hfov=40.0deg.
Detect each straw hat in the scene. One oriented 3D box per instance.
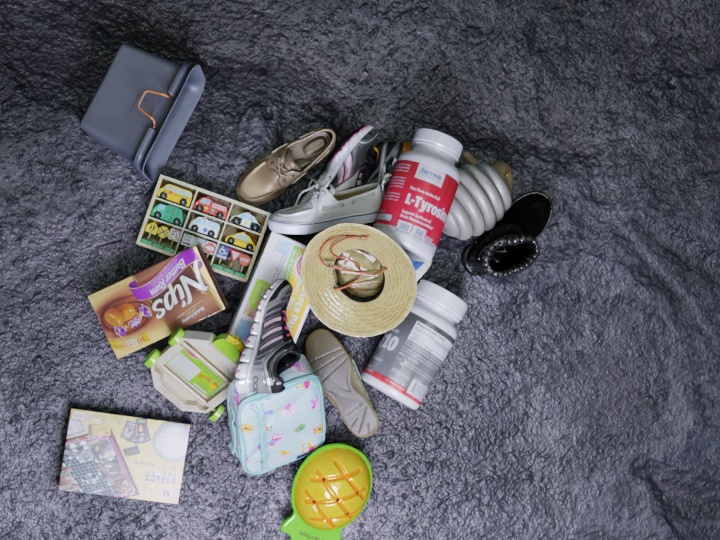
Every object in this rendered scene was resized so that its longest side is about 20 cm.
[{"bbox_3d":[0.000,0.000,1.622,0.199,0.085,0.203,2,114,4],"label":"straw hat"}]

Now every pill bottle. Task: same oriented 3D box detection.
[{"bbox_3d":[0.098,-0.125,1.637,0.111,0.112,0.202,21,83,-9],"label":"pill bottle"},{"bbox_3d":[0.096,0.125,1.703,0.113,0.114,0.201,31,83,-8],"label":"pill bottle"}]

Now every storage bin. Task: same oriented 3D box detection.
[{"bbox_3d":[-0.363,-0.269,1.624,0.133,0.146,0.202,25,84,1],"label":"storage bin"}]

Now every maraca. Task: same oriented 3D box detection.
[{"bbox_3d":[-0.057,0.387,1.672,0.136,0.107,0.202,22,95,-13],"label":"maraca"}]

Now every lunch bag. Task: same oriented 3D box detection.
[{"bbox_3d":[-0.140,0.243,1.620,0.159,0.077,0.201,-20,134,-21],"label":"lunch bag"}]

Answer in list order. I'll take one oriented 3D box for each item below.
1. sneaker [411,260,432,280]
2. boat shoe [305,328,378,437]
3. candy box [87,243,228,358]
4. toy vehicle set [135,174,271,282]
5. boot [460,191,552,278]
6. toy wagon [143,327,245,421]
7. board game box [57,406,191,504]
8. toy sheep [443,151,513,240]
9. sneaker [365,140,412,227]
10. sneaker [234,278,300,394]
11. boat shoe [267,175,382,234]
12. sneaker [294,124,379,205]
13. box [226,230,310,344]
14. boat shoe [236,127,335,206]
[{"bbox_3d":[0.034,0.018,1.707,0.089,0.078,0.201,44,73,-24],"label":"sneaker"},{"bbox_3d":[-0.031,0.193,1.712,0.073,0.063,0.202,-33,88,2],"label":"boat shoe"},{"bbox_3d":[-0.332,0.050,1.635,0.198,0.056,0.118,-24,96,2],"label":"candy box"},{"bbox_3d":[-0.264,-0.070,1.674,0.198,0.027,0.126,19,88,-5],"label":"toy vehicle set"},{"bbox_3d":[0.276,-0.061,1.720,0.211,0.158,0.080,-44,96,-9],"label":"boot"},{"bbox_3d":[-0.252,0.158,1.615,0.155,0.040,0.200,43,121,-15],"label":"toy wagon"},{"bbox_3d":[-0.391,0.307,1.645,0.198,0.035,0.137,10,86,-10],"label":"board game box"},{"bbox_3d":[0.185,-0.122,1.723,0.199,0.138,0.138,-38,95,-7],"label":"toy sheep"},{"bbox_3d":[0.042,-0.131,1.729,0.076,0.078,0.202,15,88,16],"label":"sneaker"},{"bbox_3d":[-0.129,0.109,1.552,0.086,0.074,0.202,14,61,5],"label":"sneaker"},{"bbox_3d":[-0.057,-0.116,1.637,0.200,0.075,0.087,-8,115,-13],"label":"boat shoe"},{"bbox_3d":[-0.027,-0.159,1.715,0.086,0.080,0.201,38,95,-13],"label":"sneaker"},{"bbox_3d":[-0.141,0.048,1.666,0.111,0.101,0.202,22,84,-8],"label":"box"},{"bbox_3d":[-0.128,-0.183,1.694,0.199,0.065,0.072,-38,95,-8],"label":"boat shoe"}]
